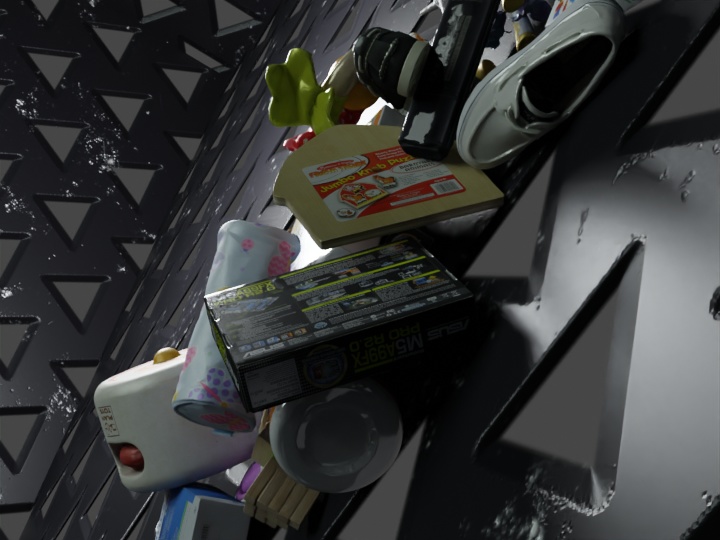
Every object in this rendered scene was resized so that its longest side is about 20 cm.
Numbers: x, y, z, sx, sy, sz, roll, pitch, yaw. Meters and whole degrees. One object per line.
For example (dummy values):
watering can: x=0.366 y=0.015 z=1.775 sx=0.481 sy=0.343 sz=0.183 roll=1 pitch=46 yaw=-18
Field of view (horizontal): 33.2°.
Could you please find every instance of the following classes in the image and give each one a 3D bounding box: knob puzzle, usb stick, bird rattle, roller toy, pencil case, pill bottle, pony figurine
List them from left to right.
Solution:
roller toy: x=-0.199 y=0.155 z=1.349 sx=0.181 sy=0.141 sz=0.200 roll=-18 pitch=3 yaw=9
pencil case: x=-0.116 y=0.052 z=1.146 sx=0.091 sy=0.083 sz=0.201 roll=92 pitch=-170 yaw=-66
pill bottle: x=-0.026 y=0.100 z=1.072 sx=0.112 sy=0.112 sz=0.200 roll=-56 pitch=15 yaw=16
bird rattle: x=-0.015 y=-0.185 z=1.346 sx=0.163 sy=0.113 sz=0.200 roll=-48 pitch=-19 yaw=1
knob puzzle: x=0.013 y=-0.083 z=1.129 sx=0.220 sy=0.218 sz=0.031 roll=-84 pitch=-9 yaw=-56
usb stick: x=0.088 y=-0.198 z=1.142 sx=0.055 sy=0.033 sz=0.201 roll=11 pitch=74 yaw=32
pony figurine: x=0.132 y=-0.304 z=1.261 sx=0.193 sy=0.166 sz=0.201 roll=-55 pitch=32 yaw=32

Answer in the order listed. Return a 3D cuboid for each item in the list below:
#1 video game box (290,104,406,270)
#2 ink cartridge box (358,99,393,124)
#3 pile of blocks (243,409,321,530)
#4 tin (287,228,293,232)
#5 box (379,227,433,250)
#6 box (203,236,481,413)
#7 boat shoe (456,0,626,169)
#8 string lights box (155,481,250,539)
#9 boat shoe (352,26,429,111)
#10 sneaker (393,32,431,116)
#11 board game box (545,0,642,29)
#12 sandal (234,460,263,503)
video game box: x=-0.025 y=-0.046 z=1.240 sx=0.182 sy=0.047 sz=0.201 roll=-40 pitch=25 yaw=47
ink cartridge box: x=0.025 y=-0.187 z=1.550 sx=0.109 sy=0.050 sz=0.200 roll=-55 pitch=17 yaw=20
pile of blocks: x=-0.067 y=0.164 z=1.165 sx=0.062 sy=0.082 sz=0.201 roll=110 pitch=167 yaw=-52
tin: x=-0.111 y=0.026 z=1.531 sx=0.112 sy=0.042 sz=0.200 roll=-62 pitch=-1 yaw=-38
box: x=0.000 y=0.000 z=1.270 sx=0.161 sy=0.044 sz=0.200 roll=-59 pitch=15 yaw=10
box: x=-0.020 y=0.040 z=1.006 sx=0.160 sy=0.199 sz=0.045 roll=-133 pitch=29 yaw=-65
boat shoe: x=0.151 y=-0.148 z=1.035 sx=0.200 sy=0.072 sz=0.066 roll=-39 pitch=20 yaw=35
string lights box: x=-0.174 y=0.284 z=1.283 sx=0.200 sy=0.059 sz=0.103 roll=172 pitch=111 yaw=-72
boat shoe: x=0.031 y=-0.202 z=1.195 sx=0.200 sy=0.067 sz=0.072 roll=-21 pitch=-51 yaw=-84
sneaker: x=0.082 y=-0.191 z=1.329 sx=0.078 sy=0.077 sz=0.201 roll=-51 pitch=24 yaw=35
board game box: x=0.241 y=-0.285 z=1.043 sx=0.127 sy=0.034 sz=0.200 roll=-67 pitch=16 yaw=-18
sandal: x=-0.084 y=0.177 z=1.240 sx=0.203 sy=0.050 sz=0.083 roll=-52 pitch=17 yaw=29
